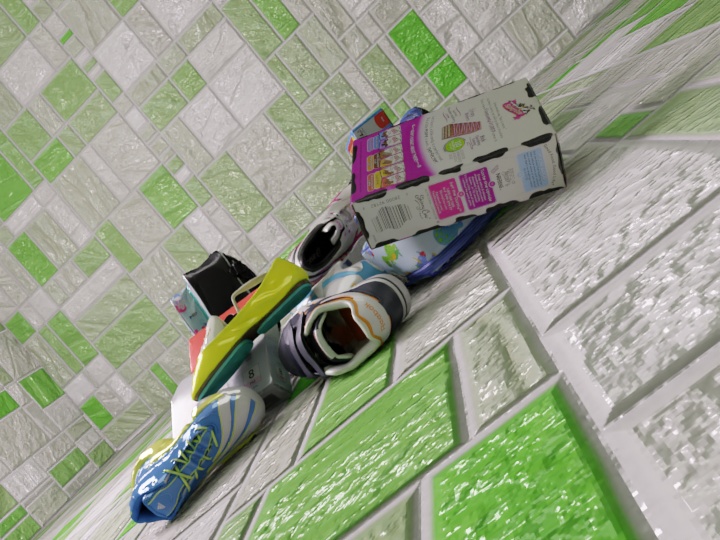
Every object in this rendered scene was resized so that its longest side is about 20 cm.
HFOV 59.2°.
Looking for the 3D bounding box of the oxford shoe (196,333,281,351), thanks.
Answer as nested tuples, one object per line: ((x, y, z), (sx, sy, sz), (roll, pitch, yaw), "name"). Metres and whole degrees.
((-0.151, 0.108, 0.921), (0.196, 0.086, 0.073), (-12, 11, 7), "oxford shoe")

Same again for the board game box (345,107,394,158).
((0.058, -0.139, 0.991), (0.056, 0.197, 0.200), (-36, 4, -1), "board game box")

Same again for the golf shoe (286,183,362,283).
((-0.029, -0.061, 0.938), (0.201, 0.072, 0.092), (-53, 7, -16), "golf shoe")

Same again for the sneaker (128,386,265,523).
((-0.185, 0.218, 0.709), (0.199, 0.076, 0.106), (-40, 24, 18), "sneaker")

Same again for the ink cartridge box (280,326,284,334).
((-0.103, 0.102, 1.095), (0.198, 0.044, 0.199), (-45, 6, -31), "ink cartridge box")

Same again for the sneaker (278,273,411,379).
((-0.038, 0.070, 0.662), (0.199, 0.079, 0.079), (-36, 2, 41), "sneaker")

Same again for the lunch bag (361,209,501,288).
((0.100, -0.070, 0.749), (0.200, 0.083, 0.161), (-44, 4, -23), "lunch bag")

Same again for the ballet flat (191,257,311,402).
((-0.144, 0.065, 0.764), (0.200, 0.067, 0.067), (-47, -12, -7), "ballet flat")

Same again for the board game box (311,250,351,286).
((-0.072, 0.001, 1.087), (0.151, 0.046, 0.200), (-40, -3, -9), "board game box")

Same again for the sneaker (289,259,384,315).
((-0.029, 0.038, 0.793), (0.199, 0.076, 0.082), (-12, 49, 63), "sneaker")

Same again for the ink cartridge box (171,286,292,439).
((-0.179, 0.118, 0.838), (0.161, 0.057, 0.202), (-34, 49, 14), "ink cartridge box")

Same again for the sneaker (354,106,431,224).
((0.049, -0.122, 0.823), (0.079, 0.075, 0.201), (-50, -9, -43), "sneaker")

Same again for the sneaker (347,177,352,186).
((0.029, -0.106, 1.169), (0.076, 0.076, 0.202), (-33, -42, -21), "sneaker")

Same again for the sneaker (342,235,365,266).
((-0.001, 0.001, 0.947), (0.199, 0.081, 0.115), (-43, 7, 9), "sneaker")

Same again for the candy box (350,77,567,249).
((0.091, -0.110, 0.639), (0.197, 0.062, 0.138), (-18, 35, 14), "candy box")

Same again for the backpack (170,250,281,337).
((-0.218, 0.064, 1.081), (0.150, 0.179, 0.200), (-36, 0, 3), "backpack")
